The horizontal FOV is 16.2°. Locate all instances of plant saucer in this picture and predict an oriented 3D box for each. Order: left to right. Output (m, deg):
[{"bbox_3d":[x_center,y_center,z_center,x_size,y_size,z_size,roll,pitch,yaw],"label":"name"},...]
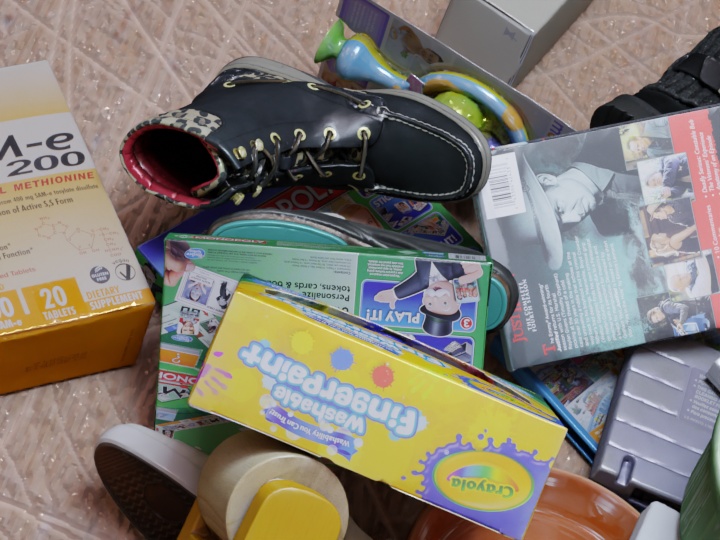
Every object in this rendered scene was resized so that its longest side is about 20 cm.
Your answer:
[{"bbox_3d":[0.113,0.212,1.539,0.200,0.032,0.201,13,53,-17],"label":"plant saucer"}]

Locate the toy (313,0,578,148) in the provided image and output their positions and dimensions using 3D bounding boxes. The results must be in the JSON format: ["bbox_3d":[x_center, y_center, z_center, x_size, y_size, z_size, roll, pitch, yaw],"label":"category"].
[{"bbox_3d":[0.052,-0.097,1.702,0.200,0.115,0.047,37,60,10],"label":"toy"}]

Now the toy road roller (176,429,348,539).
[{"bbox_3d":[-0.041,0.204,1.422,0.146,0.123,0.200,22,91,-17],"label":"toy road roller"}]

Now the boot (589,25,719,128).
[{"bbox_3d":[0.282,-0.080,1.780,0.158,0.079,0.211,-29,67,-32],"label":"boot"}]

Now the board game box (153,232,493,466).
[{"bbox_3d":[-0.024,0.051,1.546,0.200,0.135,0.029,5,10,1],"label":"board game box"}]

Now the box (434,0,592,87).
[{"bbox_3d":[0.137,-0.218,1.836,0.068,0.082,0.200,36,52,9],"label":"box"}]

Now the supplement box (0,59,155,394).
[{"bbox_3d":[-0.225,-0.027,1.591,0.126,0.074,0.200,-13,60,-25],"label":"supplement box"}]

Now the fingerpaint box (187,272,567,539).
[{"bbox_3d":[0.009,0.073,1.449,0.200,0.167,0.073,23,93,-2],"label":"fingerpaint box"}]

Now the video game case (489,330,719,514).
[{"bbox_3d":[0.200,0.089,1.673,0.143,0.018,0.200,-30,69,-32],"label":"video game case"}]

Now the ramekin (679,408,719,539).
[{"bbox_3d":[0.289,0.150,1.514,0.200,0.098,0.200,8,55,-12],"label":"ramekin"}]

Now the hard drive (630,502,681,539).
[{"bbox_3d":[0.194,0.248,1.503,0.132,0.026,0.200,32,50,-1],"label":"hard drive"}]

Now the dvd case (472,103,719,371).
[{"bbox_3d":[0.178,-0.024,1.637,0.200,0.022,0.146,-12,88,-8],"label":"dvd case"}]

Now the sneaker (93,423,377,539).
[{"bbox_3d":[-0.066,0.144,1.525,0.200,0.073,0.085,35,49,-5],"label":"sneaker"}]

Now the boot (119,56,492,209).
[{"bbox_3d":[-0.036,-0.070,1.590,0.203,0.074,0.154,18,26,22],"label":"boot"}]

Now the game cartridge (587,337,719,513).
[{"bbox_3d":[0.255,0.122,1.635,0.200,0.038,0.130,23,48,-2],"label":"game cartridge"}]

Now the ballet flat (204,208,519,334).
[{"bbox_3d":[0.000,0.000,1.589,0.200,0.068,0.068,14,20,-2],"label":"ballet flat"}]

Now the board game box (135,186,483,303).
[{"bbox_3d":[-0.031,-0.004,1.653,0.200,0.029,0.135,-32,70,-33],"label":"board game box"}]

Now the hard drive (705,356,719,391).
[{"bbox_3d":[0.335,0.107,1.635,0.132,0.026,0.200,-30,70,-32],"label":"hard drive"}]
